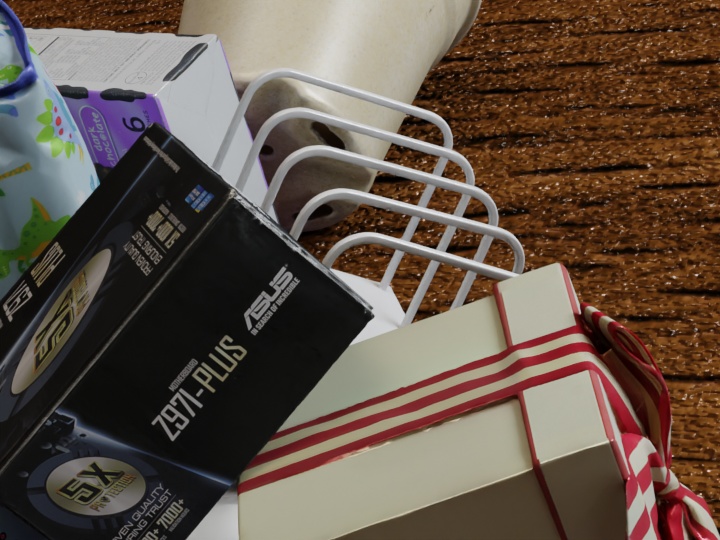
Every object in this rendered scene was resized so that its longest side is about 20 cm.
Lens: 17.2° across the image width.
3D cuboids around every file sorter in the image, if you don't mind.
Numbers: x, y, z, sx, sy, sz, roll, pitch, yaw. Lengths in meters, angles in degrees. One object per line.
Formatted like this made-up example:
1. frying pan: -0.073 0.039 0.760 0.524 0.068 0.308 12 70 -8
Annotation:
1. file sorter: 0.000 0.000 1.248 0.139 0.125 0.200 15 24 -24

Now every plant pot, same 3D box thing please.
1. plant pot: -0.039 -0.133 1.479 0.200 0.201 0.184 -3 46 22

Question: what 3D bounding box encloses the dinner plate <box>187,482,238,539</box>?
1. dinner plate: -0.083 0.078 1.236 0.200 0.024 0.200 8 37 -6

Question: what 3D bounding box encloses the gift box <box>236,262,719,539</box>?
1. gift box: 0.063 0.131 1.033 0.187 0.185 0.200 -20 31 5

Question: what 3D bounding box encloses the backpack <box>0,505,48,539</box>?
1. backpack: -0.225 0.183 1.070 0.134 0.183 0.200 2 59 41

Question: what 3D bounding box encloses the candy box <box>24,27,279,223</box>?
1. candy box: -0.158 -0.056 1.421 0.200 0.168 0.072 5 38 33

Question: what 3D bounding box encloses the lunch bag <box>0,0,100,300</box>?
1. lunch bag: -0.209 -0.053 1.280 0.127 0.170 0.200 -18 28 -4

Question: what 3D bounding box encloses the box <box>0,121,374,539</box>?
1. box: -0.099 0.033 1.083 0.164 0.086 0.200 -50 19 1
